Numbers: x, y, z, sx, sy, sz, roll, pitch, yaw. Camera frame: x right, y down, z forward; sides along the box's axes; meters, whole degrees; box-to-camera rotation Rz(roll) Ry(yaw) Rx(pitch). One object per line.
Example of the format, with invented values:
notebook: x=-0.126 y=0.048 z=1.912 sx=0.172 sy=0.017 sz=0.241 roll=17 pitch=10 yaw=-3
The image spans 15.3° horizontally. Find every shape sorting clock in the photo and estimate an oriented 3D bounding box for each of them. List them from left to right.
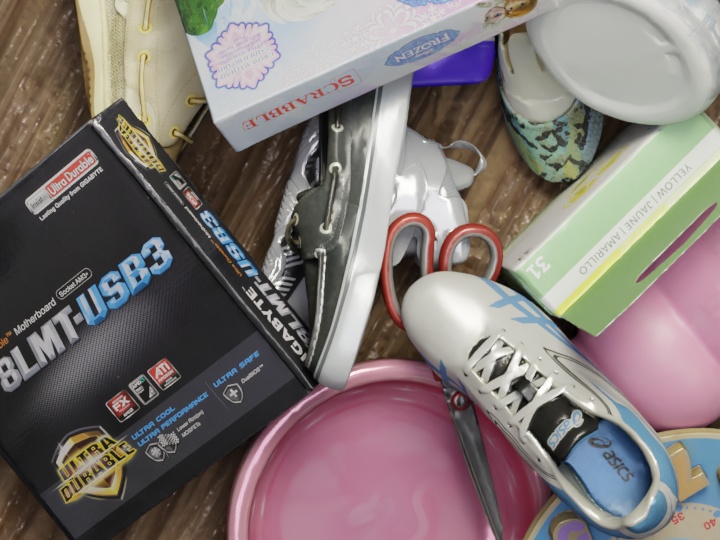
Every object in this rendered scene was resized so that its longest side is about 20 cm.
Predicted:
shape sorting clock: x=0.185 y=0.184 z=1.592 sx=0.199 sy=0.039 sz=0.201 roll=-8 pitch=121 yaw=-14

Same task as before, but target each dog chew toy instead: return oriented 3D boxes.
dog chew toy: x=0.186 y=0.038 z=1.578 sx=0.200 sy=0.125 sz=0.125 roll=-39 pitch=94 yaw=7

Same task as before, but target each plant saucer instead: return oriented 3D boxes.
plant saucer: x=0.015 y=0.151 z=1.592 sx=0.200 sy=0.051 sz=0.202 roll=-1 pitch=94 yaw=-14

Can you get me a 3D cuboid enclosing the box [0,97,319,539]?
box: x=-0.149 y=0.035 z=1.551 sx=0.200 sy=0.050 sz=0.199 roll=-36 pitch=97 yaw=28

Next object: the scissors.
scissors: x=0.049 y=0.065 z=1.563 sx=0.073 sy=0.014 sz=0.201 roll=-3 pitch=100 yaw=-11

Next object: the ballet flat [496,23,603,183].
ballet flat: x=0.105 y=-0.153 z=1.583 sx=0.074 sy=0.074 sz=0.201 roll=-3 pitch=89 yaw=-3

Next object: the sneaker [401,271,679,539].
sneaker: x=0.103 y=0.072 z=1.513 sx=0.200 sy=0.072 sz=0.072 roll=43 pitch=91 yaw=9

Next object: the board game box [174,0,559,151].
board game box: x=-0.014 y=-0.194 z=1.499 sx=0.199 sy=0.041 sz=0.200 roll=-24 pitch=62 yaw=9

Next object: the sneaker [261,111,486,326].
sneaker: x=0.000 y=0.000 z=1.584 sx=0.114 sy=0.075 sz=0.201 roll=17 pitch=89 yaw=-2

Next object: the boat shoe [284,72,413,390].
boat shoe: x=-0.012 y=-0.031 z=1.517 sx=0.056 sy=0.069 sz=0.201 roll=11 pitch=73 yaw=-2

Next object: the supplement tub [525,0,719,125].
supplement tub: x=0.185 y=-0.192 z=1.531 sx=0.122 sy=0.123 sz=0.200 roll=34 pitch=59 yaw=-4

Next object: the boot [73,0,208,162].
boot: x=-0.082 y=-0.110 z=1.575 sx=0.155 sy=0.073 sz=0.201 roll=-9 pitch=87 yaw=2

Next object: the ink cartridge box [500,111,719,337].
ink cartridge box: x=0.152 y=-0.034 z=1.528 sx=0.146 sy=0.200 sz=0.048 roll=-45 pitch=95 yaw=-1

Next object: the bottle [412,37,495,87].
bottle: x=0.034 y=-0.208 z=1.581 sx=0.083 sy=0.065 sz=0.201 roll=-3 pitch=93 yaw=-4
